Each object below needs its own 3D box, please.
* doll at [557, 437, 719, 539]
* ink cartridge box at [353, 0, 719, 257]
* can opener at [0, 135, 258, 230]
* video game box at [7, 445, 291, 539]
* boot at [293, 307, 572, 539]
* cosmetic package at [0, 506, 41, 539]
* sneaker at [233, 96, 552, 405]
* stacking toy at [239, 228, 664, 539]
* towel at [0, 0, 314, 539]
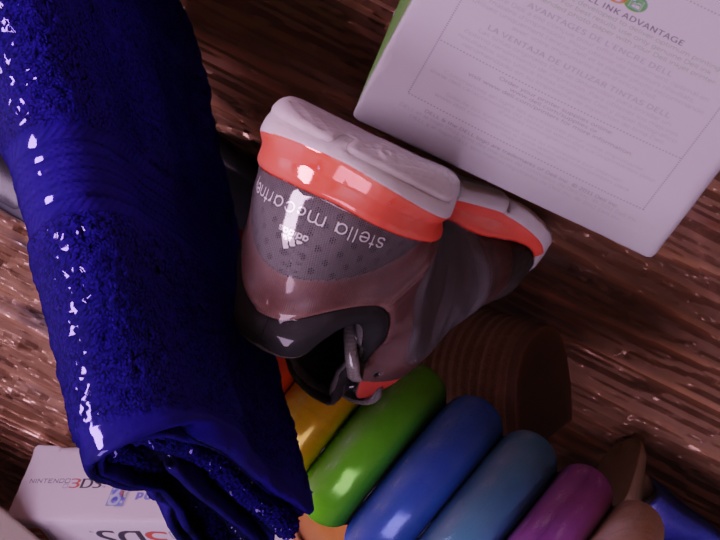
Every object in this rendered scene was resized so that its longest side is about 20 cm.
[{"bbox_3d":[0.145,0.147,1.023,0.200,0.049,0.136,42,142,-21],"label":"doll"},{"bbox_3d":[0.080,-0.093,0.720,0.103,0.059,0.200,25,146,-4],"label":"ink cartridge box"},{"bbox_3d":[-0.118,-0.041,0.921,0.199,0.079,0.063,28,-175,-2],"label":"can opener"},{"bbox_3d":[-0.029,0.149,1.132,0.181,0.047,0.200,-1,139,35],"label":"video game box"},{"bbox_3d":[0.005,0.097,0.969,0.154,0.074,0.201,8,107,32],"label":"boot"},{"bbox_3d":[-0.209,0.113,1.113,0.200,0.073,0.103,42,158,-8],"label":"cosmetic package"},{"bbox_3d":[0.000,0.000,0.813,0.077,0.082,0.200,25,-177,19],"label":"sneaker"},{"bbox_3d":[0.002,0.052,0.863,0.200,0.085,0.085,41,146,5],"label":"stacking toy"},{"bbox_3d":[-0.066,-0.020,0.772,0.049,0.201,0.148,-19,159,5],"label":"towel"}]
